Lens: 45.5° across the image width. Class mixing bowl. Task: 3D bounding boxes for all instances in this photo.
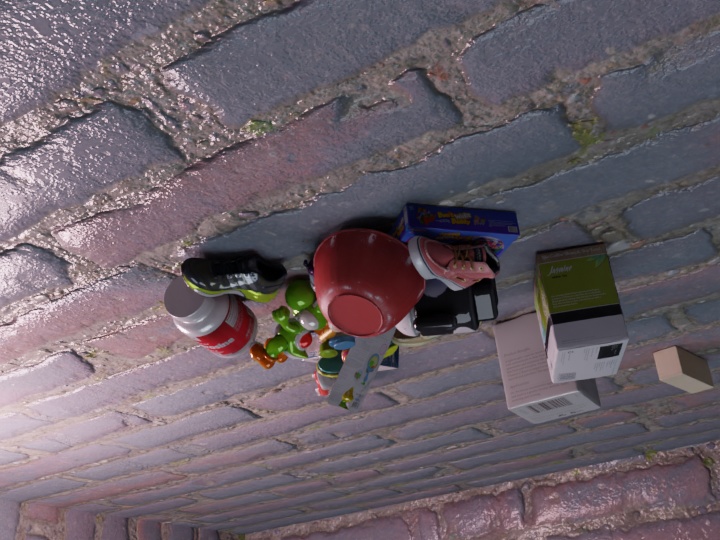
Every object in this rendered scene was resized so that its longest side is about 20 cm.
[{"bbox_3d":[0.003,0.039,1.444,0.199,0.109,0.201,9,133,10],"label":"mixing bowl"}]

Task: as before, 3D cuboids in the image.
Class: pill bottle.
[{"bbox_3d":[-0.278,0.082,1.594,0.112,0.113,0.200,-12,153,14],"label":"pill bottle"}]

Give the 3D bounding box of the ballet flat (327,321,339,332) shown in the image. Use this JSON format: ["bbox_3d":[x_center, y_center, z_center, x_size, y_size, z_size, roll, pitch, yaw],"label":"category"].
[{"bbox_3d":[0.012,0.076,1.629,0.199,0.068,0.068,-10,-153,-40],"label":"ballet flat"}]

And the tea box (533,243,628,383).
[{"bbox_3d":[0.414,0.085,1.637,0.133,0.198,0.200,-9,153,5],"label":"tea box"}]

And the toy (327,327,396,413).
[{"bbox_3d":[-0.008,0.178,1.713,0.047,0.201,0.115,17,171,36],"label":"toy"}]

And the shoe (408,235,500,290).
[{"bbox_3d":[0.158,-0.021,1.415,0.091,0.072,0.200,-20,156,25],"label":"shoe"}]

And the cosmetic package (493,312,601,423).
[{"bbox_3d":[0.410,0.210,1.891,0.164,0.201,0.165,-19,151,26],"label":"cosmetic package"}]

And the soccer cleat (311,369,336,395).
[{"bbox_3d":[-0.056,0.276,2.101,0.085,0.069,0.200,-20,155,10],"label":"soccer cleat"}]

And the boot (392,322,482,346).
[{"bbox_3d":[0.146,0.086,1.733,0.199,0.072,0.155,-14,154,6],"label":"boot"}]

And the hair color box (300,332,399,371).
[{"bbox_3d":[-0.022,0.177,1.881,0.199,0.061,0.100,13,162,-35],"label":"hair color box"}]

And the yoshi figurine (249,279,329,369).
[{"bbox_3d":[-0.133,0.091,1.639,0.112,0.113,0.200,27,120,-34],"label":"yoshi figurine"}]

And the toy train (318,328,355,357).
[{"bbox_3d":[-0.069,0.124,1.716,0.084,0.116,0.200,9,151,-27],"label":"toy train"}]

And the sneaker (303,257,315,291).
[{"bbox_3d":[0.000,0.000,1.528,0.199,0.075,0.088,-9,149,10],"label":"sneaker"}]

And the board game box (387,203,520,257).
[{"bbox_3d":[0.152,-0.055,1.471,0.199,0.045,0.135,3,153,-17],"label":"board game box"}]

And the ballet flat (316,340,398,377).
[{"bbox_3d":[-0.002,0.186,1.794,0.199,0.067,0.067,-24,145,-25],"label":"ballet flat"}]

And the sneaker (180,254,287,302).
[{"bbox_3d":[-0.218,0.001,1.504,0.199,0.074,0.081,7,143,-36],"label":"sneaker"}]

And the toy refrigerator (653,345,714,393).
[{"bbox_3d":[0.836,0.260,2.223,0.070,0.076,0.200,-26,148,36],"label":"toy refrigerator"}]

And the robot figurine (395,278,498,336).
[{"bbox_3d":[0.149,0.055,1.571,0.199,0.125,0.150,-6,168,14],"label":"robot figurine"}]
